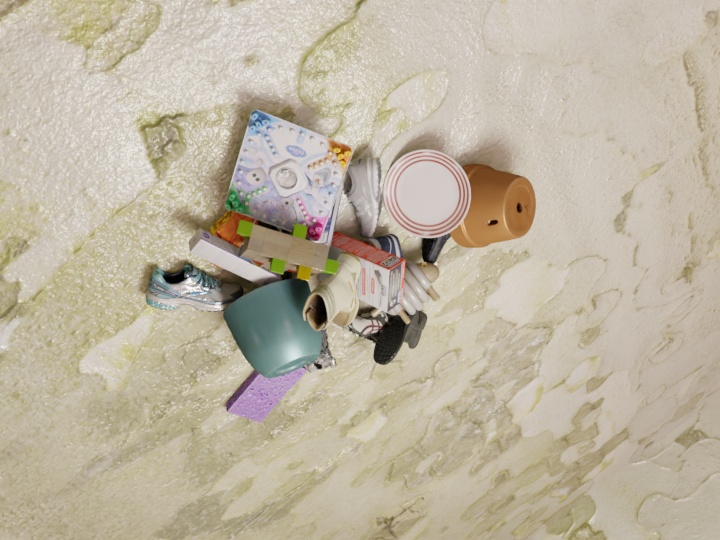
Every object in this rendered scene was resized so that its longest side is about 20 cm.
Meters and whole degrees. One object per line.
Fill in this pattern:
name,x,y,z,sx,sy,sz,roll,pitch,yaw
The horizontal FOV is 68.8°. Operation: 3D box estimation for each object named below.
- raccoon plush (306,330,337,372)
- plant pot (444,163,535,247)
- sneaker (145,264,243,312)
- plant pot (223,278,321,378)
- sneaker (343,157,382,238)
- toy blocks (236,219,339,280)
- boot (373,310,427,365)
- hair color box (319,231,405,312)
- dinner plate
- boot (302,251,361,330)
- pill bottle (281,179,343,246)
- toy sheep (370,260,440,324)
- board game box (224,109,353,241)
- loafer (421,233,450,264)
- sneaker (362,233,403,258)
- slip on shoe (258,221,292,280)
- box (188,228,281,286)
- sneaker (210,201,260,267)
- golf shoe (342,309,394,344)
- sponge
raccoon plush,-0.086,0.163,1.307,0.134,0.097,0.200,28,105,-44
plant pot,0.310,-0.148,1.219,0.200,0.140,0.201,-7,100,-42
sneaker,-0.343,0.035,1.107,0.199,0.078,0.087,0,116,-26
plant pot,-0.175,0.135,1.140,0.200,0.161,0.201,-23,163,-7
sneaker,0.005,-0.163,1.170,0.082,0.075,0.201,6,127,9
toy blocks,-0.157,-0.033,1.032,0.199,0.137,0.100,16,77,-20
boot,0.116,0.176,1.370,0.200,0.068,0.131,-62,141,-20
hair color box,0.000,0.000,1.170,0.064,0.200,0.111,-31,134,-41
dinner plate,0.149,-0.172,1.183,0.199,0.024,0.201,8,115,18
boot,-0.061,0.077,1.107,0.155,0.072,0.201,-54,159,-45
pill bottle,-0.097,-0.148,1.088,0.111,0.111,0.201,0,119,-26
toy sheep,0.109,0.052,1.288,0.200,0.138,0.138,-37,128,-3
board game box,-0.139,-0.173,0.999,0.199,0.026,0.201,19,111,-9
loafer,0.207,-0.104,1.289,0.070,0.068,0.201,10,111,-22
sneaker,0.033,-0.005,1.267,0.108,0.070,0.200,-23,149,-40
slip on shoe,-0.191,-0.019,1.155,0.076,0.061,0.201,-16,125,-16
box,-0.249,-0.020,1.065,0.200,0.039,0.041,29,115,-38
sneaker,-0.258,-0.090,1.072,0.077,0.073,0.200,21,107,-30
golf shoe,0.015,0.132,1.350,0.200,0.077,0.088,28,87,-45
sponge,-0.242,0.301,1.351,0.111,0.030,0.200,34,101,-37
